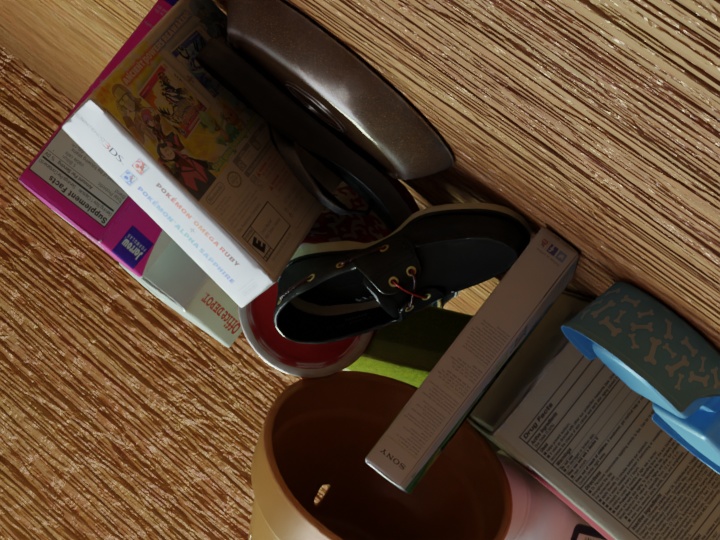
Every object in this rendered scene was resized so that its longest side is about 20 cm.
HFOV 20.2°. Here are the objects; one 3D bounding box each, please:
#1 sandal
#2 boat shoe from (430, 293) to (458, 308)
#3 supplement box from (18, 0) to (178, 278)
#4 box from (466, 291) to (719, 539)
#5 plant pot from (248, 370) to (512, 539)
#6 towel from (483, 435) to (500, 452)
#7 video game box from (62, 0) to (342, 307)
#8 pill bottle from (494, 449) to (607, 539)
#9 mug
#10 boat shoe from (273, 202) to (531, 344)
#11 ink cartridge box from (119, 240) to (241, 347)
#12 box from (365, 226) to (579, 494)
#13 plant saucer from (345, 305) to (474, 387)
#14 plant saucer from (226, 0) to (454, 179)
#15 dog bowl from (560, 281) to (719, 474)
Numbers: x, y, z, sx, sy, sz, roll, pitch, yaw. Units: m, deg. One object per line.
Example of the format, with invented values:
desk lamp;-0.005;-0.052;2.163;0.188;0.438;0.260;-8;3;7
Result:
sandal;-0.043;-0.087;1.459;0.200;0.043;0.076;40;176;-3
boat shoe;0.047;0.015;1.863;0.071;0.091;0.200;37;175;16
supplement box;-0.170;-0.111;1.663;0.103;0.200;0.101;37;176;23
box;0.195;0.128;1.534;0.200;0.128;0.109;41;177;-12
plant pot;-0.001;0.195;1.535;0.199;0.141;0.201;16;-143;-12
towel;0.100;0.187;1.711;0.200;0.034;0.133;-23;-87;-52
video game box;-0.104;-0.094;1.474;0.182;0.047;0.200;48;-146;-11
pill bottle;0.152;0.204;1.652;0.199;0.112;0.111;21;-171;-44
mug;-0.008;-0.009;1.597;0.134;0.177;0.200;59;-163;-9
boat shoe;0.029;0.006;1.432;0.200;0.063;0.074;-15;131;26
ink cartridge box;-0.104;-0.045;1.778;0.084;0.200;0.146;36;175;20
box;0.079;0.068;1.417;0.036;0.200;0.144;38;176;8
plant saucer;0.074;0.082;1.719;0.198;0.048;0.200;13;-166;5
plant saucer;-0.022;-0.124;1.405;0.200;0.035;0.200;38;176;3
dog bowl;0.220;0.079;1.360;0.200;0.050;0.111;42;174;-30
